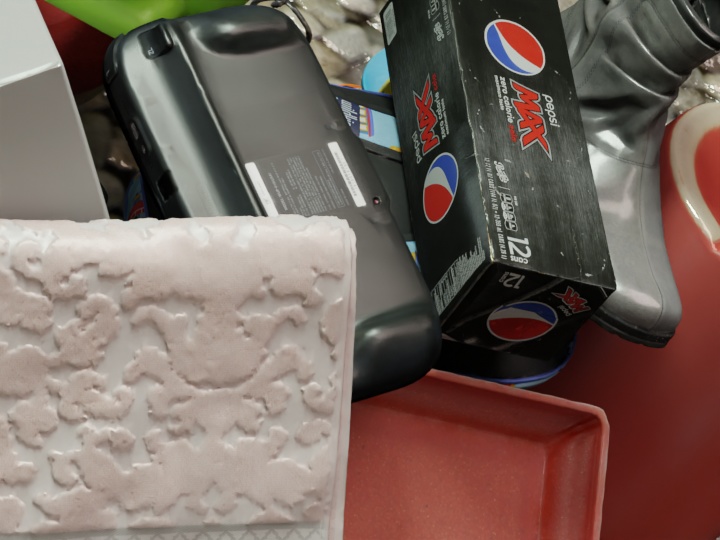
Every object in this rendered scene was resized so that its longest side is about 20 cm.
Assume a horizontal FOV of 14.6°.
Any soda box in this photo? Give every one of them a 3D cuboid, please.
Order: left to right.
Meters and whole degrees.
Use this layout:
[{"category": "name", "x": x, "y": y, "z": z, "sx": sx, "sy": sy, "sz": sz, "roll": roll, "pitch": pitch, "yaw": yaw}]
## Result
[{"category": "soda box", "x": 0.063, "y": -0.059, "z": 1.330, "sx": 0.071, "sy": 0.063, "sz": 0.200, "roll": 13, "pitch": 50, "yaw": -26}]

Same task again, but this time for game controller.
[{"category": "game controller", "x": -0.038, "y": -0.031, "z": 1.259, "sx": 0.104, "sy": 0.042, "sz": 0.200, "roll": -11, "pitch": 67, "yaw": -36}]

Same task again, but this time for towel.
[{"category": "towel", "x": -0.102, "y": 0.073, "z": 1.172, "sx": 0.199, "sy": 0.192, "sz": 0.032, "roll": -1, "pitch": 9, "yaw": -13}]

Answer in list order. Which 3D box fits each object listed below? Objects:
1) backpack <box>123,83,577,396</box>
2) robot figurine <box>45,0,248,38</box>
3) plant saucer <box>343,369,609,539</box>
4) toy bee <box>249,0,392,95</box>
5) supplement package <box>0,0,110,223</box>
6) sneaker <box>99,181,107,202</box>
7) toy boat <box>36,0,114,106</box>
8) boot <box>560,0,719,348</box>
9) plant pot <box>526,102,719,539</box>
[{"category": "backpack", "x": 0.000, "y": 0.000, "z": 1.382, "sx": 0.200, "sy": 0.135, "sz": 0.183, "roll": 9, "pitch": 52, "yaw": -31}, {"category": "robot figurine", "x": -0.077, "y": -0.186, "z": 1.354, "sx": 0.115, "sy": 0.176, "sz": 0.200, "roll": 26, "pitch": 40, "yaw": 14}, {"category": "plant saucer", "x": 0.016, "y": 0.144, "z": 1.284, "sx": 0.199, "sy": 0.037, "sz": 0.201, "roll": 14, "pitch": 76, "yaw": -30}, {"category": "toy bee", "x": 0.009, "y": -0.060, "z": 1.497, "sx": 0.109, "sy": 0.200, "sz": 0.131, "roll": -57, "pitch": 134, "yaw": -25}, {"category": "supplement package", "x": -0.193, "y": -0.078, "z": 1.235, "sx": 0.119, "sy": 0.121, "sz": 0.200, "roll": -19, "pitch": 41, "yaw": -8}, {"category": "sneaker", "x": -0.180, "y": 0.006, "z": 1.273, "sx": 0.071, "sy": 0.083, "sz": 0.200, "roll": 46, "pitch": 39, "yaw": -3}, {"category": "toy boat", "x": -0.188, "y": -0.160, "z": 1.390, "sx": 0.200, "sy": 0.131, "sz": 0.131, "roll": 5, "pitch": 51, "yaw": -37}, {"category": "boot", "x": 0.134, "y": -0.073, "z": 1.359, "sx": 0.070, "sy": 0.132, "sz": 0.200, "roll": 14, "pitch": 42, "yaw": -38}, {"category": "plant pot", "x": 0.171, "y": 0.021, "z": 1.475, "sx": 0.200, "sy": 0.177, "sz": 0.201, "roll": 23, "pitch": 41, "yaw": -22}]
